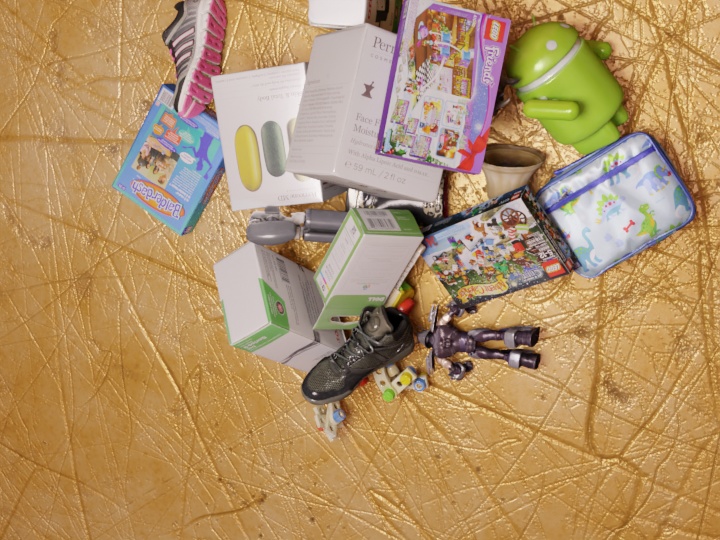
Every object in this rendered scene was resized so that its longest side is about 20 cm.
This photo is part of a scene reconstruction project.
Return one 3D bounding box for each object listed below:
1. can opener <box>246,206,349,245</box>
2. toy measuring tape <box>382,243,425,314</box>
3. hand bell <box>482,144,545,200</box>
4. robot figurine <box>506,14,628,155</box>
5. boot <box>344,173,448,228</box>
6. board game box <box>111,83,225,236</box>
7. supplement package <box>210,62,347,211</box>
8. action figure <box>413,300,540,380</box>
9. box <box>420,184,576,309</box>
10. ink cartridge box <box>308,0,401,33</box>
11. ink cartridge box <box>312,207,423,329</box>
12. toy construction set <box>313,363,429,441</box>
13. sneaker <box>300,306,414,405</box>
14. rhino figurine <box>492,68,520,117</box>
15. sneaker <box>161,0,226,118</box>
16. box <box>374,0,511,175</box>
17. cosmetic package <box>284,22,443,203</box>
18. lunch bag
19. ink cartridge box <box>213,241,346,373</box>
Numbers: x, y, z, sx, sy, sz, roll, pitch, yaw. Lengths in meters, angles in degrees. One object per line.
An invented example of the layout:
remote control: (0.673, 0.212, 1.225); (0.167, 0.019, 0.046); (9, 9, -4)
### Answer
can opener: (-0.068, -0.054, 1.368); (0.199, 0.067, 0.053); (4, 138, -6)
toy measuring tape: (0.064, 0.018, 1.438); (0.073, 0.074, 0.200); (34, 130, 7)
hand bell: (0.216, -0.077, 1.392); (0.104, 0.104, 0.201); (7, 117, 15)
robot figurine: (0.282, -0.256, 1.286); (0.200, 0.176, 0.115); (46, 144, -17)
boot: (0.054, -0.065, 1.438); (0.153, 0.073, 0.205); (6, 105, 13)
board game box: (-0.302, -0.182, 1.535); (0.152, 0.045, 0.200); (35, 109, 7)
supplement package: (-0.116, -0.206, 1.416); (0.151, 0.151, 0.201); (-5, 101, 17)
action figure: (0.176, 0.113, 1.443); (0.199, 0.069, 0.131); (6, 110, 20)
box: (0.191, -0.029, 1.349); (0.199, 0.038, 0.137); (-22, 113, 40)
ink cartridge box: (-0.001, -0.410, 1.310); (0.083, 0.200, 0.147); (8, 104, 15)
ink cartridge box: (0.000, 0.000, 1.371); (0.200, 0.103, 0.059); (-61, 42, 37)
toy construction set: (-0.001, 0.183, 1.503); (0.200, 0.092, 0.131); (-35, 98, 15)
sneaker: (-0.007, 0.118, 1.386); (0.199, 0.115, 0.076); (-28, 54, -16)
rhino figurine: (0.158, -0.259, 1.283); (0.060, 0.200, 0.088); (26, 102, -27)
sneaker: (-0.272, -0.340, 1.469); (0.087, 0.074, 0.201); (10, 89, 23)
box: (0.104, -0.232, 1.180); (0.136, 0.039, 0.201); (11, 93, -12)
cosmetic package: (0.019, -0.210, 1.273); (0.164, 0.165, 0.201); (12, 92, -28)
lunch bag: (0.360, -0.096, 1.333); (0.199, 0.082, 0.161); (-30, 89, 19)
ink cartridge box: (-0.120, 0.062, 1.428); (0.084, 0.200, 0.147); (-30, 57, 22)
